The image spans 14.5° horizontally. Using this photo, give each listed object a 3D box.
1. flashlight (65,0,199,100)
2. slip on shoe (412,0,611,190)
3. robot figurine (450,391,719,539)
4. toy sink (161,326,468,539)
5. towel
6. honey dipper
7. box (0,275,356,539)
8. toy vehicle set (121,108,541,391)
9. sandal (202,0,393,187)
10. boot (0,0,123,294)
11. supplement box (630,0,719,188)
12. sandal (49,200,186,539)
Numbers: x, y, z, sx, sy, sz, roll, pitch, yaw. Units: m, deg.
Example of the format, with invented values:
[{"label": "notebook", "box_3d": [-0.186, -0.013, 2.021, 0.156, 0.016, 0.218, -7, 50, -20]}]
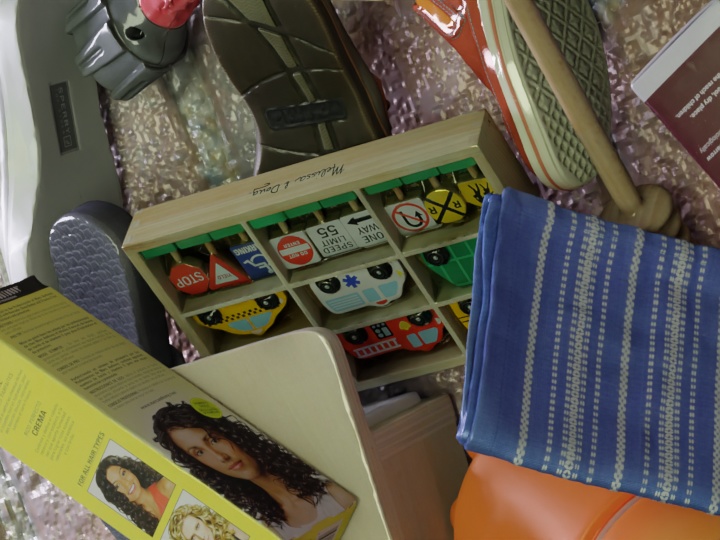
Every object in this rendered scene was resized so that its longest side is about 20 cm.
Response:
[{"label": "flashlight", "box_3d": [-0.068, -0.145, 1.355, 0.068, 0.068, 0.200, 44, 135, -10]}, {"label": "slip on shoe", "box_3d": [0.058, -0.127, 1.322, 0.061, 0.074, 0.201, -31, 82, 41]}, {"label": "robot figurine", "box_3d": [0.119, 0.126, 1.284, 0.144, 0.117, 0.200, -48, 36, -6]}, {"label": "toy sink", "box_3d": [-0.017, 0.127, 1.380, 0.130, 0.112, 0.201, -18, 92, 27]}, {"label": "towel", "box_3d": [0.142, 0.041, 1.233, 0.199, 0.145, 0.024, 14, 140, -5]}, {"label": "honey dipper", "box_3d": [0.099, -0.065, 1.268, 0.038, 0.038, 0.200, -14, 128, 28]}, {"label": "box", "box_3d": [-0.104, 0.079, 1.311, 0.199, 0.075, 0.050, 32, 114, 17]}, {"label": "toy vehicle set", "box_3d": [0.000, 0.000, 1.358, 0.199, 0.027, 0.124, -15, 128, 29]}, {"label": "sandal", "box_3d": [-0.022, -0.077, 1.349, 0.081, 0.055, 0.201, -6, 129, 22]}, {"label": "boot", "box_3d": [-0.182, -0.059, 1.461, 0.095, 0.073, 0.202, 3, 100, 41]}, {"label": "supplement box", "box_3d": [0.218, -0.031, 1.234, 0.200, 0.109, 0.061, 50, 116, 11]}, {"label": "sandal", "box_3d": [-0.109, 0.057, 1.436, 0.076, 0.043, 0.201, 18, 125, 36]}]
